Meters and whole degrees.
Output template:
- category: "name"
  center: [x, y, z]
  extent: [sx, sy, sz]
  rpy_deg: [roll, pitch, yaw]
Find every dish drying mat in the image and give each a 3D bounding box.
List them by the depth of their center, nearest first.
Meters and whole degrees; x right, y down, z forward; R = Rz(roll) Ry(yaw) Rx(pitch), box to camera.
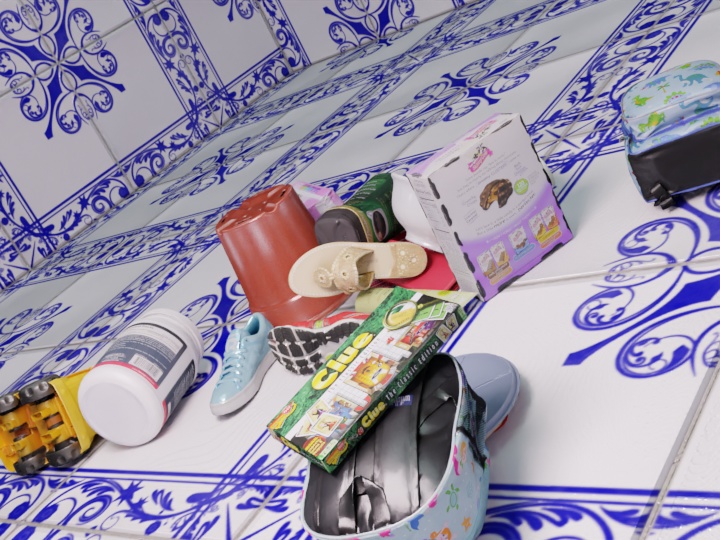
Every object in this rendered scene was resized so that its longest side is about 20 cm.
- category: "dish drying mat"
  center: [0.086, -0.001, 1.492]
  extent: [0.077, 0.018, 0.199]
  rpy_deg: [-45, 33, -18]

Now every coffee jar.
- category: "coffee jar"
  center: [0.007, -0.079, 1.605]
  extent: [0.084, 0.106, 0.200]
  rpy_deg: [-4, 23, 36]

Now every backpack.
- category: "backpack"
  center: [0.036, 0.196, 0.921]
  extent: [0.176, 0.152, 0.201]
  rpy_deg: [-19, 29, 21]
- category: "backpack"
  center: [0.447, -0.202, 1.343]
  extent: [0.181, 0.148, 0.200]
  rpy_deg: [-20, 18, 16]

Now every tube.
- category: "tube"
  center: [0.074, 0.049, 1.388]
  extent: [0.199, 0.052, 0.059]
  rpy_deg: [1, 73, 50]

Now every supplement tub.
- category: "supplement tub"
  center: [-0.340, 0.164, 1.533]
  extent: [0.139, 0.142, 0.201]
  rpy_deg: [-19, 22, 25]

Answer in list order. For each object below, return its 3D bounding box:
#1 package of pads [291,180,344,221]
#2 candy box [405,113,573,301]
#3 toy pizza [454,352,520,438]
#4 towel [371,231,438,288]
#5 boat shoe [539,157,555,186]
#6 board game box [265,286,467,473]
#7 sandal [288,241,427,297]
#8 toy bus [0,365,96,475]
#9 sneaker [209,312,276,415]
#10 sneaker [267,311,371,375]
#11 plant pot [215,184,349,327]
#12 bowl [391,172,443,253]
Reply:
- category: "package of pads"
  center: [-0.077, -0.099, 1.846]
  extent: [0.075, 0.121, 0.200]
  rpy_deg: [-39, 22, -13]
- category: "candy box"
  center: [0.181, -0.090, 1.353]
  extent: [0.167, 0.202, 0.071]
  rpy_deg: [-33, 20, -15]
- category: "toy pizza"
  center: [0.093, 0.165, 1.102]
  extent: [0.198, 0.032, 0.201]
  rpy_deg: [-27, 20, 11]
- category: "towel"
  center: [0.063, -0.018, 1.604]
  extent: [0.143, 0.023, 0.200]
  rpy_deg: [-28, 20, 7]
- category: "boat shoe"
  center: [0.252, -0.152, 1.595]
  extent: [0.066, 0.075, 0.199]
  rpy_deg: [-33, 20, -7]
- category: "board game box"
  center: [0.005, 0.098, 0.935]
  extent: [0.200, 0.024, 0.104]
  rpy_deg: [-47, 29, -20]
- category: "sandal"
  center: [-0.001, -0.006, 1.420]
  extent: [0.208, 0.079, 0.070]
  rpy_deg: [-9, 4, -8]
- category: "toy bus"
  center: [-0.496, 0.232, 1.621]
  extent: [0.198, 0.137, 0.192]
  rpy_deg: [-20, 8, 29]
- category: "sneaker"
  center: [-0.187, 0.137, 1.477]
  extent: [0.073, 0.083, 0.201]
  rpy_deg: [-19, 22, 27]
- category: "sneaker"
  center: [-0.044, 0.099, 1.416]
  extent: [0.198, 0.078, 0.085]
  rpy_deg: [-7, 17, 32]
- category: "plant pot"
  center: [-0.134, -0.024, 1.628]
  extent: [0.199, 0.197, 0.201]
  rpy_deg: [-25, 20, 10]
- category: "bowl"
  center: [0.127, -0.076, 1.488]
  extent: [0.201, 0.199, 0.092]
  rpy_deg: [30, 102, 67]
